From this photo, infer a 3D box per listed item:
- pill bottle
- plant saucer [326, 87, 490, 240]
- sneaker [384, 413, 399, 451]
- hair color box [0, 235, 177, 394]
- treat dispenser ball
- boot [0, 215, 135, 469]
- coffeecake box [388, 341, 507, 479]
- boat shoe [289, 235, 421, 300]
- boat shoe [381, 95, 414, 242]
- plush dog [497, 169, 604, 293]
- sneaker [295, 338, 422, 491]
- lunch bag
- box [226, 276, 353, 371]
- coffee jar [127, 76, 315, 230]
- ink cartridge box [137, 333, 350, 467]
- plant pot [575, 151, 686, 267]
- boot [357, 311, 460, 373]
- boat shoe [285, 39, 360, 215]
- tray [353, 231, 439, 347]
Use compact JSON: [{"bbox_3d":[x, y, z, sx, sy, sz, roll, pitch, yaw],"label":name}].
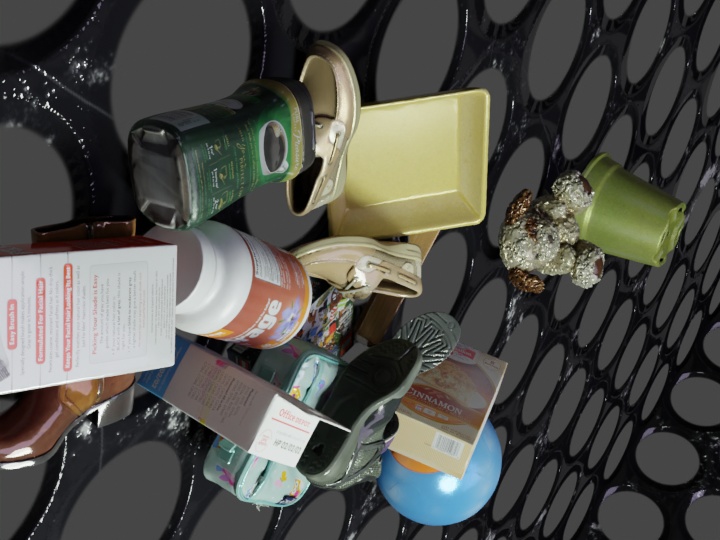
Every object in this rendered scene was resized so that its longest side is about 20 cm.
[{"bbox_3d":[-0.140,0.014,1.110,0.200,0.111,0.113,23,92,-63],"label":"pill bottle"},{"bbox_3d":[0.050,-0.132,1.310,0.198,0.049,0.201,-10,133,-6],"label":"plant saucer"},{"bbox_3d":[-0.041,0.251,1.471,0.198,0.076,0.088,-15,146,-22],"label":"sneaker"},{"bbox_3d":[-0.251,0.034,0.915,0.199,0.064,0.112,-6,102,-47],"label":"hair color box"},{"bbox_3d":[0.118,0.290,1.695,0.201,0.200,0.202,-41,144,-38],"label":"treat dispenser ball"},{"bbox_3d":[-0.272,0.061,0.968,0.187,0.068,0.202,-18,122,-42],"label":"boot"},{"bbox_3d":[0.112,0.187,1.597,0.200,0.152,0.074,-55,163,-53],"label":"coffeecake box"},{"bbox_3d":[0.000,0.000,1.318,0.198,0.071,0.065,2,74,-38],"label":"boat shoe"},{"bbox_3d":[0.057,-0.120,1.404,0.072,0.062,0.202,-15,124,-56],"label":"boat shoe"},{"bbox_3d":[0.297,-0.057,1.842,0.171,0.160,0.202,-14,97,-40],"label":"plush dog"},{"bbox_3d":[0.006,0.175,1.292,0.200,0.076,0.114,-54,152,-16],"label":"sneaker"},{"bbox_3d":[-0.093,0.180,1.281,0.202,0.077,0.160,-64,153,-3],"label":"lunch bag"},{"bbox_3d":[-0.081,0.095,1.359,0.200,0.037,0.138,-43,145,-37],"label":"box"},{"bbox_3d":[-0.125,-0.119,1.054,0.199,0.085,0.105,-31,127,-47],"label":"coffee jar"},{"bbox_3d":[-0.121,0.144,1.151,0.068,0.199,0.115,-62,152,-5],"label":"ink cartridge box"},{"bbox_3d":[0.512,-0.100,2.099,0.200,0.183,0.202,-40,144,-38],"label":"plant pot"},{"bbox_3d":[0.051,0.116,1.465,0.164,0.066,0.200,-36,177,-3],"label":"boot"},{"bbox_3d":[-0.047,-0.148,1.187,0.064,0.071,0.202,-39,144,-42],"label":"boat shoe"},{"bbox_3d":[0.051,0.007,1.479,0.201,0.037,0.099,-61,-177,-8],"label":"tray"}]
